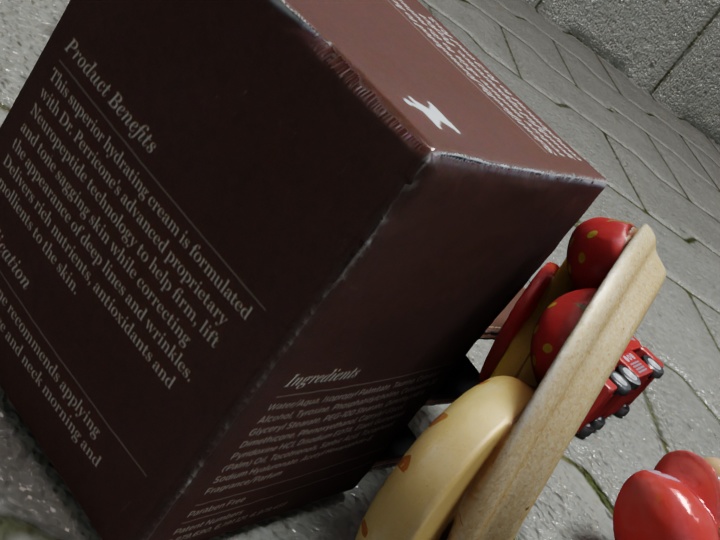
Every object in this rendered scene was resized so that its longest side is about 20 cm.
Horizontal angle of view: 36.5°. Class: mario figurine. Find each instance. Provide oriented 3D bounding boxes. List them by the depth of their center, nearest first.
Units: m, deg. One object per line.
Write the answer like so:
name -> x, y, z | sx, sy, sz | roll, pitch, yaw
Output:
mario figurine -> 0.235, 0.158, 0.653 | 0.199, 0.123, 0.107 | 29, 32, -27

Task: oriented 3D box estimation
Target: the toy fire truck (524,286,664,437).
toy fire truck -> 0.136, 0.051, 0.795 | 0.141, 0.049, 0.199 | 46, 23, 20

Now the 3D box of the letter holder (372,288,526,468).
letter holder -> 0.000, 0.000, 0.621 | 0.200, 0.101, 0.142 | 50, 23, 26

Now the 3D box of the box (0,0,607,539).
box -> -0.040, -0.018, 0.458 | 0.166, 0.201, 0.164 | 48, 24, 23

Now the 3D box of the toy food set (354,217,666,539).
toy food set -> 0.064, 0.066, 0.463 | 0.048, 0.201, 0.198 | 30, -18, 13
